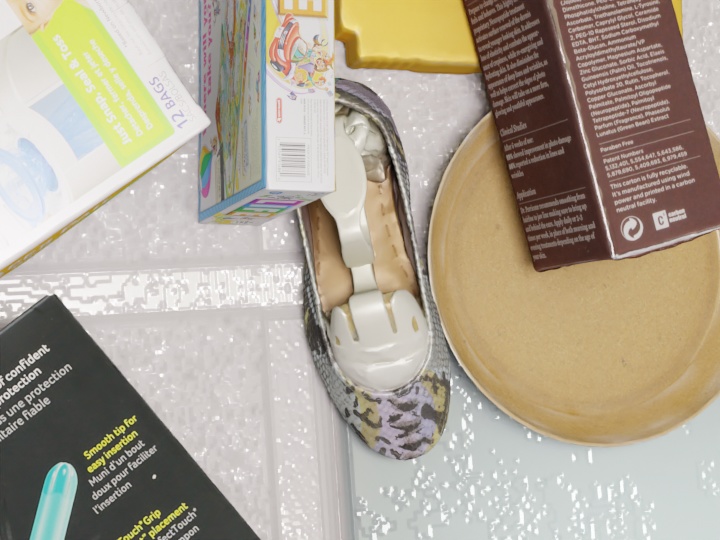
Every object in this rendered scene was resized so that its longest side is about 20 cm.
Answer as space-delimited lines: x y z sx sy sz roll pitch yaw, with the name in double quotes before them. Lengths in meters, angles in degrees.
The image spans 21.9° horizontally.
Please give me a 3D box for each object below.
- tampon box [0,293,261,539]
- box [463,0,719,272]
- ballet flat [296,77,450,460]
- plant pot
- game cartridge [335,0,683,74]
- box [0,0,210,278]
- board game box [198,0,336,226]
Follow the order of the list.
"tampon box" -0.133 0.143 0.834 0.150 0.126 0.200 -38 82 -18
"box" 0.112 -0.105 0.944 0.075 0.100 0.200 -17 92 -18
"ballet flat" 0.000 0.000 0.940 0.072 0.072 0.201 -11 88 -19
"plant pot" 0.126 -0.005 1.006 0.200 0.027 0.201 2 83 -18
"game cartridge" 0.078 -0.194 1.009 0.199 0.032 0.177 1 85 -16
"box" -0.188 -0.051 0.867 0.200 0.101 0.113 -36 96 -18
"board game box" -0.048 -0.129 0.904 0.034 0.134 0.201 1 85 -18
